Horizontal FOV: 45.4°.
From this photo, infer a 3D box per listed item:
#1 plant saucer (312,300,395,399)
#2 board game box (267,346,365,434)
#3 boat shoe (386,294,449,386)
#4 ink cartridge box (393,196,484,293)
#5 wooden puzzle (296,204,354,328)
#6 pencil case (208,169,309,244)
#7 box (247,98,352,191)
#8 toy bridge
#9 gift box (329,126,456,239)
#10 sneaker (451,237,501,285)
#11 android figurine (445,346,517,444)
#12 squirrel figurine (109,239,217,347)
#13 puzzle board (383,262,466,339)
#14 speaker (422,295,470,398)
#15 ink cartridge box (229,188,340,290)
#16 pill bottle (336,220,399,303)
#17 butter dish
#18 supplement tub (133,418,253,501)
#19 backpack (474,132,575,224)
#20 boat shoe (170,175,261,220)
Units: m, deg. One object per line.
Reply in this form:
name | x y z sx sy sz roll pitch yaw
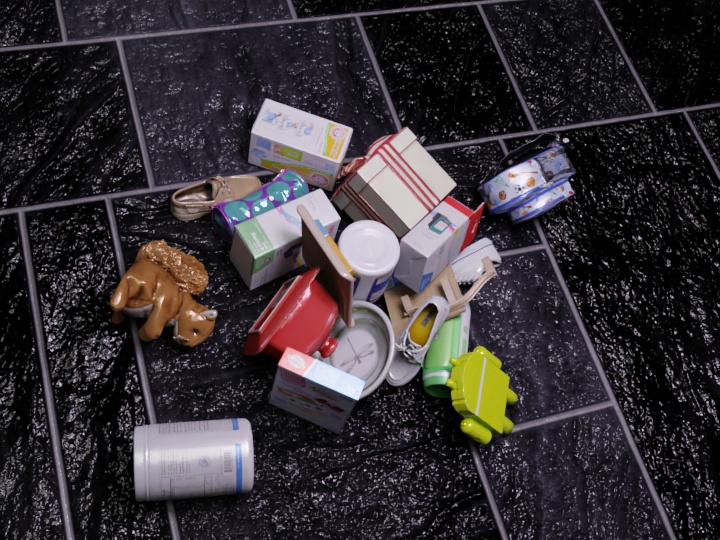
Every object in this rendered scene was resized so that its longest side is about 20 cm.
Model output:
plant saucer | -0.013 0.159 1.654 0.200 0.050 0.201 -12 65 27
board game box | -0.083 0.221 1.556 0.153 0.200 0.040 24 61 1
boat shoe | 0.100 0.140 1.643 0.075 0.086 0.202 37 105 14
ink cartridge box | 0.156 -0.062 1.696 0.067 0.116 0.200 35 55 19
wooden puzzle | -0.057 -0.008 1.598 0.037 0.200 0.185 -27 62 -13
pencil case | -0.207 -0.135 1.779 0.200 0.085 0.093 -31 108 -25
box | -0.130 -0.269 1.853 0.199 0.113 0.102 19 59 0
toy bridge | 0.174 0.045 1.683 0.200 0.027 0.067 -27 53 10
gift box | 0.051 -0.165 1.803 0.187 0.200 0.185 48 59 -3
sneaker | 0.218 0.000 1.808 0.200 0.073 0.071 -31 70 -24
android figurine | 0.230 0.234 1.647 0.200 0.041 0.183 36 54 -36
squirrel figurine | -0.353 0.047 1.631 0.186 0.142 0.200 23 63 -6
puzzle board | 0.120 0.031 1.747 0.150 0.017 0.200 -24 52 12
speaker | 0.172 0.147 1.712 0.088 0.089 0.201 12 61 -6
ink cartridge box | -0.151 -0.063 1.721 0.200 0.145 0.088 -28 72 -24
pill bottle | 0.000 0.000 1.688 0.119 0.200 0.120 5 62 -10
butter dish | -0.108 0.108 1.614 0.148 0.200 0.200 37 75 -9
supplement tub | -0.289 0.328 1.495 0.199 0.132 0.132 -1 63 -12
backpack | 0.356 -0.185 1.882 0.190 0.200 0.155 -19 81 -17
boat shoe | -0.296 -0.159 1.788 0.199 0.065 0.071 -22 69 -21
